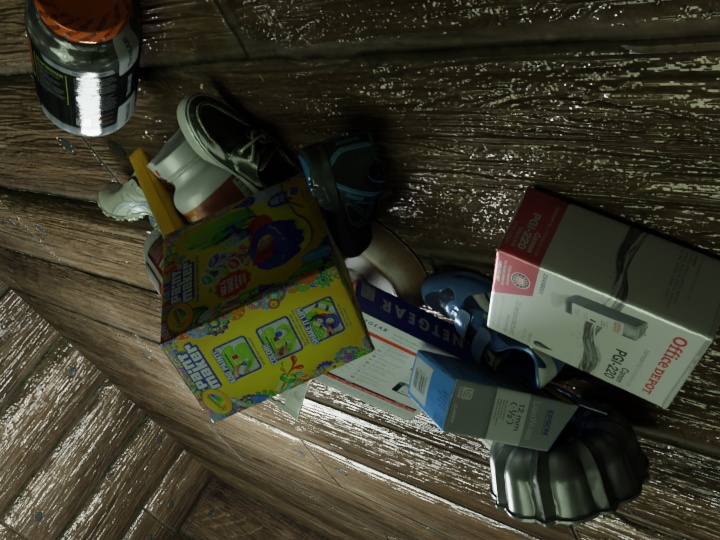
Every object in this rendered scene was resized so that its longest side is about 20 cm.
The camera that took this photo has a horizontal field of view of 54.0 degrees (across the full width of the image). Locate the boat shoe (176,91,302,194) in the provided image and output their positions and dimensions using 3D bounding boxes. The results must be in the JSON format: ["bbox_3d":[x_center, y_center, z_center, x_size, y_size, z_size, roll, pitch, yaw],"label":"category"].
[{"bbox_3d":[-0.126,-0.139,0.837,0.199,0.072,0.063,40,154,-28],"label":"boat shoe"}]

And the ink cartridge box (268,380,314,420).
[{"bbox_3d":[-0.093,0.109,1.068,0.107,0.050,0.205,28,110,24],"label":"ink cartridge box"}]

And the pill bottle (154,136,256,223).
[{"bbox_3d":[-0.168,-0.084,0.911,0.201,0.113,0.111,50,150,-20],"label":"pill bottle"}]

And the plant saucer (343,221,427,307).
[{"bbox_3d":[0.000,0.000,0.947,0.197,0.037,0.202,28,153,15],"label":"plant saucer"}]

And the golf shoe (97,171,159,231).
[{"bbox_3d":[-0.350,-0.127,1.129,0.195,0.078,0.100,14,130,26],"label":"golf shoe"}]

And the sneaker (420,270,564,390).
[{"bbox_3d":[0.150,0.067,0.829,0.196,0.083,0.075,25,154,22],"label":"sneaker"}]

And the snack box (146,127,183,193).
[{"bbox_3d":[-0.198,-0.098,0.974,0.201,0.073,0.024,48,150,-24],"label":"snack box"}]

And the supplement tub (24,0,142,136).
[{"bbox_3d":[-0.312,-0.251,0.802,0.121,0.124,0.200,37,154,-6],"label":"supplement tub"}]

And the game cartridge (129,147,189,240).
[{"bbox_3d":[-0.234,-0.063,0.988,0.176,0.032,0.202,48,-173,-51],"label":"game cartridge"}]

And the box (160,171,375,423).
[{"bbox_3d":[-0.107,0.022,0.778,0.202,0.188,0.124,-112,-2,-54],"label":"box"}]

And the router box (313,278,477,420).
[{"bbox_3d":[0.035,0.116,0.964,0.196,0.050,0.180,26,136,-18],"label":"router box"}]

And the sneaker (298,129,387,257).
[{"bbox_3d":[-0.003,-0.077,0.773,0.201,0.080,0.075,63,-176,-67],"label":"sneaker"}]

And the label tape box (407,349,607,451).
[{"bbox_3d":[0.170,0.159,0.848,0.194,0.068,0.143,16,-177,-14],"label":"label tape box"}]

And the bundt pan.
[{"bbox_3d":[0.245,0.220,0.864,0.199,0.199,0.078,-4,108,51],"label":"bundt pan"}]

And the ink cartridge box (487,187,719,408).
[{"bbox_3d":[0.228,0.028,0.674,0.196,0.086,0.147,23,151,19],"label":"ink cartridge box"}]

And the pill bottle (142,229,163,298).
[{"bbox_3d":[-0.284,-0.003,1.135,0.110,0.109,0.199,53,170,-34],"label":"pill bottle"}]

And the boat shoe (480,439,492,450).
[{"bbox_3d":[0.204,0.217,1.031,0.199,0.071,0.070,41,157,4],"label":"boat shoe"}]
